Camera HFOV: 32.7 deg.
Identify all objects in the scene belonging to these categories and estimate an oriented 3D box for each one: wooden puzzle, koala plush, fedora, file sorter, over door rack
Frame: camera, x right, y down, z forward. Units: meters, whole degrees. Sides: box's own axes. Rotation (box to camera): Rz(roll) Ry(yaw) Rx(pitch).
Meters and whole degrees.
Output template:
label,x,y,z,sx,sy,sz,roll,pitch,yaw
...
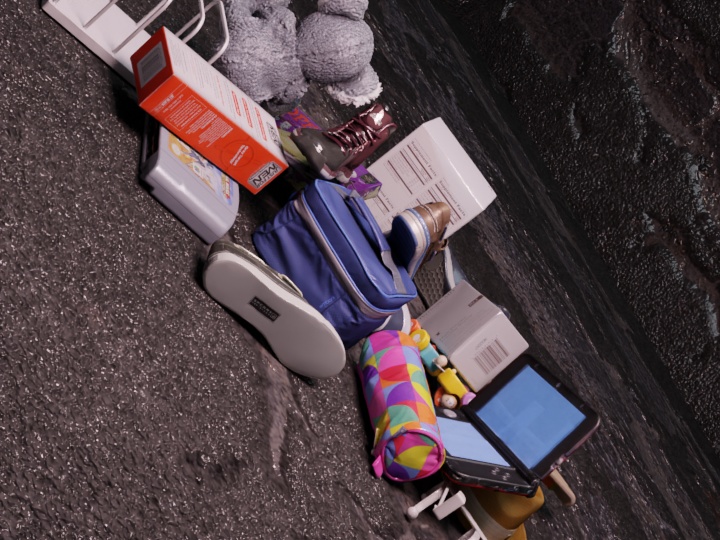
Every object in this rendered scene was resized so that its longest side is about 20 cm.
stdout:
label,x,y,z,sx,sy,sz,roll,pitch,yaw
wooden puzzle,0.224,0.236,1.780,0.200,0.037,0.185,53,2,-34
koala plush,-0.073,-0.281,1.577,0.184,0.197,0.180,-51,138,-69
fedora,0.176,0.276,1.565,0.201,0.082,0.201,46,19,-21
file sorter,-0.267,-0.323,1.482,0.200,0.124,0.139,41,22,-36
over door rack,0.117,0.311,1.351,0.148,0.066,0.200,55,-3,4

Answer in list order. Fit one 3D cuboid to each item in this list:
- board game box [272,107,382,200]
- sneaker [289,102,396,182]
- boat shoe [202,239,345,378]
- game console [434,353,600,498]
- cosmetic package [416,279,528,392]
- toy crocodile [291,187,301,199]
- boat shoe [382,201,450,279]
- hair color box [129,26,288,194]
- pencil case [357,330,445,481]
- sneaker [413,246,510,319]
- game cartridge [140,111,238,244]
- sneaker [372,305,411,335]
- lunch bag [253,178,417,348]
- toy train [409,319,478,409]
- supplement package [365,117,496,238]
label,x,y,z,sx,sy,sz,roll,pitch,yaw
board game box,-0.076,-0.159,1.670,0.200,0.032,0.120,43,31,21
sneaker,-0.015,-0.174,1.537,0.076,0.115,0.200,52,9,4
boat shoe,-0.090,0.039,1.351,0.200,0.070,0.064,44,21,-23
game console,0.159,0.174,1.490,0.171,0.120,0.200,14,14,-26
cosmetic package,0.153,0.089,1.737,0.074,0.101,0.200,50,-2,-18
toy crocodile,-0.062,-0.095,1.677,0.062,0.067,0.201,35,23,-37
boat shoe,0.075,-0.035,1.561,0.073,0.072,0.200,62,-14,6
hair color box,-0.177,-0.186,1.449,0.200,0.061,0.102,37,24,-40
pencil case,0.044,0.158,1.453,0.088,0.088,0.201,43,20,-29
sneaker,0.161,0.035,1.961,0.145,0.077,0.204,15,51,-47
game cartridge,-0.197,-0.121,1.434,0.133,0.041,0.201,39,23,-29
sneaker,0.000,0.000,1.653,0.108,0.070,0.201,30,32,-55
lunch bag,-0.027,-0.019,1.515,0.201,0.132,0.136,59,18,14
toy train,0.113,0.161,1.681,0.201,0.055,0.150,52,-2,15
supplement package,0.071,-0.101,1.805,0.151,0.199,0.152,53,17,-1
